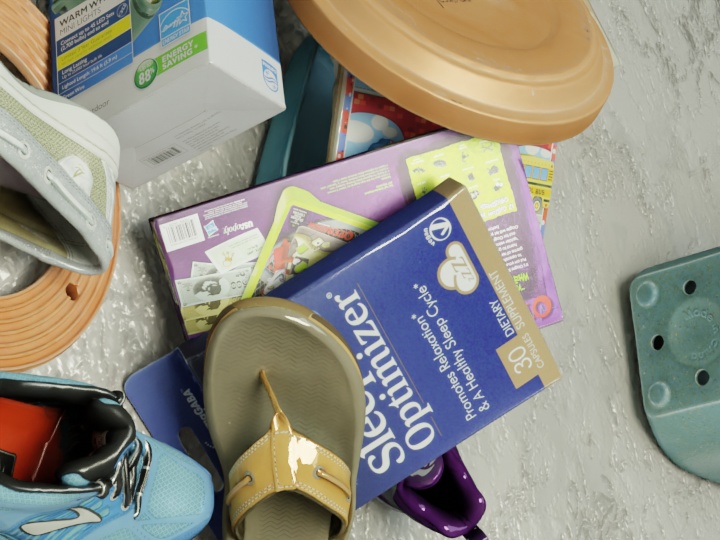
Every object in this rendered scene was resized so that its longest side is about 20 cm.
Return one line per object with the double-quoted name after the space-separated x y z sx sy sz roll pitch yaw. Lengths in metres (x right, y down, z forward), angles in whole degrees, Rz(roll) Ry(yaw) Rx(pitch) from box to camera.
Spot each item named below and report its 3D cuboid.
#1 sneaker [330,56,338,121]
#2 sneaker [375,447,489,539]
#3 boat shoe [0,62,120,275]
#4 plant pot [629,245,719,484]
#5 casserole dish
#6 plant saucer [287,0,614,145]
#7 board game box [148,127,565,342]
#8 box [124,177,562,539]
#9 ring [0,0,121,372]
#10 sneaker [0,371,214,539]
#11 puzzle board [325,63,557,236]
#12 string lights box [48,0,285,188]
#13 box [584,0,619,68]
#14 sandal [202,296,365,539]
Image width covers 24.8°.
0.046 -0.078 1.001 0.200 0.075 0.092 12 89 -47 "sneaker"
0.011 0.073 0.914 0.074 0.087 0.200 -44 122 -8 "sneaker"
-0.173 -0.049 0.686 0.202 0.074 0.065 25 52 -58 "boat shoe"
0.325 0.061 1.328 0.199 0.196 0.197 14 65 -45 "plant pot"
-0.014 -0.064 0.996 0.121 0.039 0.201 46 43 -37 "casserole dish"
0.051 -0.147 0.890 0.199 0.032 0.201 18 39 -15 "plant saucer"
0.000 0.000 0.865 0.032 0.199 0.121 -173 -114 -77 "board game box"
-0.007 0.056 0.838 0.121 0.199 0.032 61 -6 -20 "box"
-0.184 -0.050 0.751 0.200 0.019 0.201 30 52 -48 "ring"
-0.124 0.091 0.715 0.200 0.090 0.079 25 57 -53 "sneaker"
0.053 -0.056 0.945 0.199 0.017 0.152 5 93 -48 "puzzle board"
-0.102 -0.154 0.818 0.059 0.102 0.201 27 47 -49 "string lights box"
0.105 -0.226 1.184 0.200 0.078 0.095 58 12 -25 "box"
-0.038 0.110 0.796 0.054 0.080 0.201 -103 -164 -69 "sandal"
